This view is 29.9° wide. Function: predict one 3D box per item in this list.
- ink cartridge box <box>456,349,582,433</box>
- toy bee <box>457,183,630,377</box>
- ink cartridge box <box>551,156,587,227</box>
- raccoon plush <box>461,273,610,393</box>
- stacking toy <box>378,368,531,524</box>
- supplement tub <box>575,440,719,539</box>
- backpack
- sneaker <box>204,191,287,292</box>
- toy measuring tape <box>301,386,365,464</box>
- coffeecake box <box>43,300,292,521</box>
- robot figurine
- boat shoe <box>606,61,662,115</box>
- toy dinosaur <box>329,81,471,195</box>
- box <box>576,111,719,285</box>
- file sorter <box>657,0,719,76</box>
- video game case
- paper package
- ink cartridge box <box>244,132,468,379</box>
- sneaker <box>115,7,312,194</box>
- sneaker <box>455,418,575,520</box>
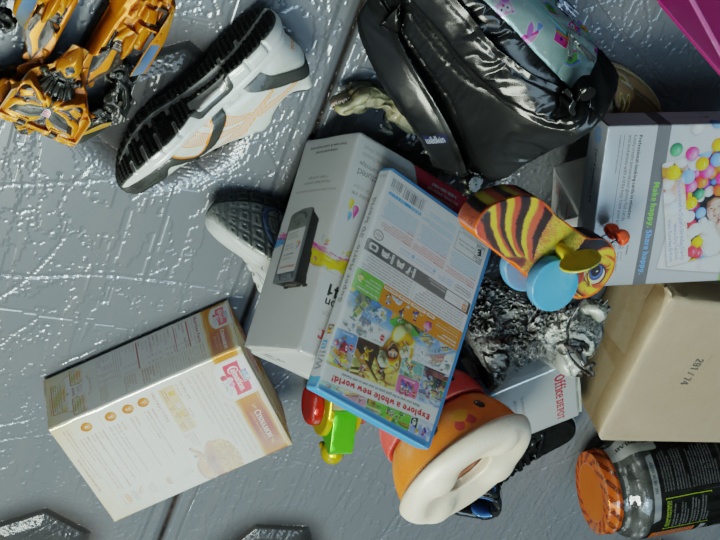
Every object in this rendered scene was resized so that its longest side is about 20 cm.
[{"bbox_3d":[0.122,0.124,1.390,0.197,0.088,0.146,-20,150,0],"label":"ink cartridge box"},{"bbox_3d":[0.174,-0.017,1.171,0.109,0.131,0.200,-45,141,-3],"label":"toy bee"},{"bbox_3d":[0.249,-0.058,1.304,0.197,0.068,0.116,-16,145,-6],"label":"ink cartridge box"},{"bbox_3d":[0.147,0.017,1.272,0.133,0.097,0.202,-26,88,-7],"label":"raccoon plush"},{"bbox_3d":[0.052,0.121,1.264,0.145,0.201,0.147,-30,154,-16],"label":"stacking toy"},{"bbox_3d":[0.359,0.242,1.568,0.197,0.123,0.124,-7,130,-14],"label":"supplement tub"},{"bbox_3d":[0.093,-0.184,1.084,0.200,0.127,0.166,44,134,-16],"label":"backpack"},{"bbox_3d":[-0.071,0.001,1.256,0.199,0.075,0.087,34,130,-30],"label":"sneaker"},{"bbox_3d":[-0.021,0.099,1.373,0.072,0.074,0.203,2,105,-20],"label":"toy measuring tape"},{"bbox_3d":[-0.187,0.140,1.326,0.198,0.073,0.155,-23,132,0],"label":"coffeecake box"},{"bbox_3d":[-0.224,-0.183,1.057,0.144,0.059,0.201,21,118,-30],"label":"robot figurine"},{"bbox_3d":[0.205,-0.155,1.222,0.198,0.067,0.074,17,120,-32],"label":"boat shoe"},{"bbox_3d":[0.069,-0.117,1.193,0.198,0.089,0.048,20,118,-31],"label":"toy dinosaur"},{"bbox_3d":[0.299,-0.066,1.229,0.197,0.041,0.158,-2,116,-14],"label":"box"},{"bbox_3d":[0.335,-0.289,1.111,0.199,0.140,0.126,-35,130,11],"label":"file sorter"},{"bbox_3d":[0.038,0.034,1.161,0.142,0.018,0.203,32,69,-37],"label":"video game case"},{"bbox_3d":[0.345,0.078,1.441,0.188,0.104,0.202,5,126,-22],"label":"paper package"},{"bbox_3d":[0.000,0.000,1.196,0.147,0.203,0.085,26,161,-36],"label":"ink cartridge box"},{"bbox_3d":[-0.123,-0.125,1.131,0.199,0.074,0.080,-38,132,14],"label":"sneaker"},{"bbox_3d":[0.159,0.220,1.486,0.197,0.113,0.074,-10,132,-11],"label":"sneaker"}]
